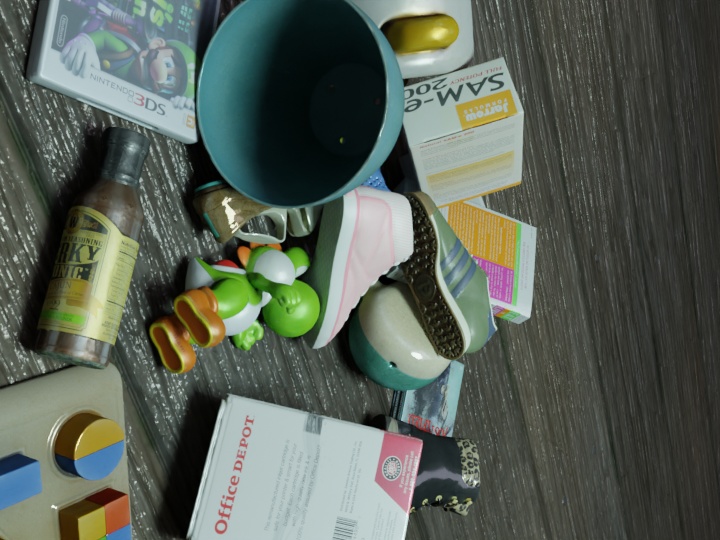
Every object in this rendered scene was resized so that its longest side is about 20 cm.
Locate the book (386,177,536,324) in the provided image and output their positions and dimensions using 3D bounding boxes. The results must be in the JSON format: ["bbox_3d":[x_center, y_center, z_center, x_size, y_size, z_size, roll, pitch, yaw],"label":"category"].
[{"bbox_3d":[0.130,-0.023,1.131,0.199,0.048,0.134,21,57,-22],"label":"book"}]

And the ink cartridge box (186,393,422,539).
[{"bbox_3d":[-0.055,0.216,0.870,0.085,0.199,0.146,118,-14,-74],"label":"ink cartridge box"}]

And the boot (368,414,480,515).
[{"bbox_3d":[0.071,0.290,1.115,0.150,0.073,0.201,14,72,-27],"label":"boot"}]

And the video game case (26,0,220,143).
[{"bbox_3d":[-0.199,-0.236,0.796,0.182,0.023,0.201,17,77,-54],"label":"video game case"}]

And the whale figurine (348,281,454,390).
[{"bbox_3d":[0.052,0.069,1.111,0.159,0.104,0.200,36,31,-8],"label":"whale figurine"}]

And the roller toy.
[{"bbox_3d":[0.034,-0.270,0.980,0.182,0.199,0.140,-28,115,-57],"label":"roller toy"}]

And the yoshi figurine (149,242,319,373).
[{"bbox_3d":[-0.104,0.041,0.883,0.200,0.112,0.112,-33,133,-52],"label":"yoshi figurine"}]

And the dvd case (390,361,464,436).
[{"bbox_3d":[0.086,0.209,1.218,0.146,0.022,0.201,30,69,-51],"label":"dvd case"}]

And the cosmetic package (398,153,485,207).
[{"bbox_3d":[0.127,-0.082,1.204,0.051,0.082,0.200,-102,167,-53],"label":"cosmetic package"}]

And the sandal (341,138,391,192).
[{"bbox_3d":[0.009,-0.080,1.043,0.079,0.087,0.201,10,82,-52],"label":"sandal"}]

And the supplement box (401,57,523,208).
[{"bbox_3d":[0.116,-0.149,1.020,0.200,0.126,0.074,62,12,-71],"label":"supplement box"}]

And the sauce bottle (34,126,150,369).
[{"bbox_3d":[-0.219,-0.021,0.746,0.065,0.065,0.201,27,68,-52],"label":"sauce bottle"}]

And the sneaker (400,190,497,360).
[{"bbox_3d":[0.105,0.002,1.053,0.090,0.067,0.201,-10,80,-44],"label":"sneaker"}]

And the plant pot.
[{"bbox_3d":[-0.037,-0.160,0.857,0.135,0.199,0.201,-8,98,-64],"label":"plant pot"}]

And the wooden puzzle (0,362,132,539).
[{"bbox_3d":[-0.254,0.190,0.719,0.185,0.046,0.201,-16,105,-53],"label":"wooden puzzle"}]

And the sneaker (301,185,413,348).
[{"bbox_3d":[0.000,0.000,0.963,0.104,0.075,0.201,-1,123,-28],"label":"sneaker"}]

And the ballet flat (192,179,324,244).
[{"bbox_3d":[-0.085,-0.066,0.919,0.200,0.068,0.073,-19,92,-51],"label":"ballet flat"}]
